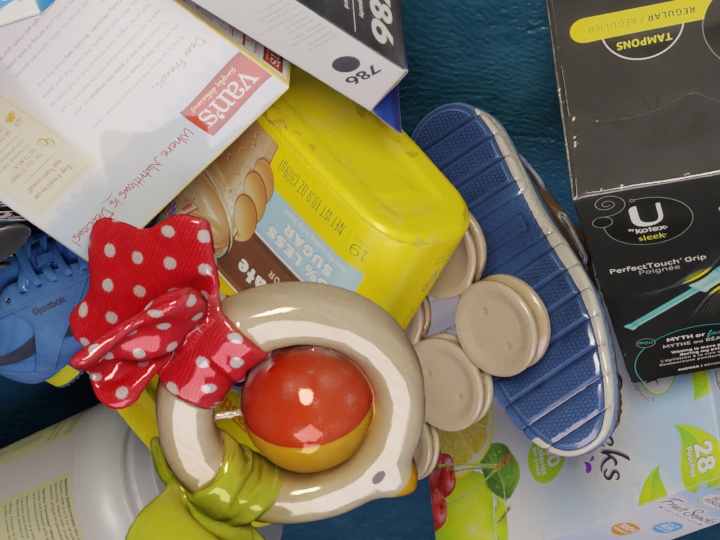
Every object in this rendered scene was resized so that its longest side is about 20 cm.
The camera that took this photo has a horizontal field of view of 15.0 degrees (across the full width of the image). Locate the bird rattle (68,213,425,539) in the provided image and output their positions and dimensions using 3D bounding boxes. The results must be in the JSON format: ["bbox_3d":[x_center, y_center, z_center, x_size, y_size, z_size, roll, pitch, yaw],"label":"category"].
[{"bbox_3d":[-0.051,0.059,1.293,0.162,0.113,0.201,-10,114,-5],"label":"bird rattle"}]

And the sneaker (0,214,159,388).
[{"bbox_3d":[-0.166,0.005,1.513,0.078,0.066,0.200,16,145,-26],"label":"sneaker"}]

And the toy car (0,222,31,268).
[{"bbox_3d":[-0.270,-0.005,1.385,0.199,0.159,0.164,-8,174,-15],"label":"toy car"}]

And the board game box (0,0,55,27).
[{"bbox_3d":[-0.237,-0.172,1.074,0.199,0.056,0.197,-15,108,19],"label":"board game box"}]

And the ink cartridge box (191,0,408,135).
[{"bbox_3d":[-0.031,-0.145,1.223,0.039,0.100,0.200,-24,146,30],"label":"ink cartridge box"}]

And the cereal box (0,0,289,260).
[{"bbox_3d":[-0.150,-0.105,1.241,0.200,0.040,0.144,36,120,-24],"label":"cereal box"}]

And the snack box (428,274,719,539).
[{"bbox_3d":[0.131,0.079,1.578,0.199,0.170,0.068,-24,149,31],"label":"snack box"}]

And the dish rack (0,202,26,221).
[{"bbox_3d":[-0.153,-0.086,1.364,0.152,0.055,0.200,-2,153,-1],"label":"dish rack"}]

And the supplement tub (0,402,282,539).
[{"bbox_3d":[-0.162,0.162,1.713,0.199,0.146,0.145,-24,145,33],"label":"supplement tub"}]

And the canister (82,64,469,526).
[{"bbox_3d":[-0.044,0.007,1.373,0.086,0.149,0.201,-17,147,-47],"label":"canister"}]

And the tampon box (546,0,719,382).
[{"bbox_3d":[0.188,-0.053,1.390,0.149,0.127,0.200,-10,150,9],"label":"tampon box"}]

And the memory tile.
[{"bbox_3d":[0.000,0.000,1.404,0.017,0.200,0.153,-24,160,-48],"label":"memory tile"}]

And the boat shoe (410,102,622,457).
[{"bbox_3d":[0.094,0.005,1.417,0.072,0.201,0.072,-29,158,23],"label":"boat shoe"}]

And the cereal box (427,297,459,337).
[{"bbox_3d":[0.007,-0.012,1.531,0.143,0.040,0.200,-23,147,30],"label":"cereal box"}]
